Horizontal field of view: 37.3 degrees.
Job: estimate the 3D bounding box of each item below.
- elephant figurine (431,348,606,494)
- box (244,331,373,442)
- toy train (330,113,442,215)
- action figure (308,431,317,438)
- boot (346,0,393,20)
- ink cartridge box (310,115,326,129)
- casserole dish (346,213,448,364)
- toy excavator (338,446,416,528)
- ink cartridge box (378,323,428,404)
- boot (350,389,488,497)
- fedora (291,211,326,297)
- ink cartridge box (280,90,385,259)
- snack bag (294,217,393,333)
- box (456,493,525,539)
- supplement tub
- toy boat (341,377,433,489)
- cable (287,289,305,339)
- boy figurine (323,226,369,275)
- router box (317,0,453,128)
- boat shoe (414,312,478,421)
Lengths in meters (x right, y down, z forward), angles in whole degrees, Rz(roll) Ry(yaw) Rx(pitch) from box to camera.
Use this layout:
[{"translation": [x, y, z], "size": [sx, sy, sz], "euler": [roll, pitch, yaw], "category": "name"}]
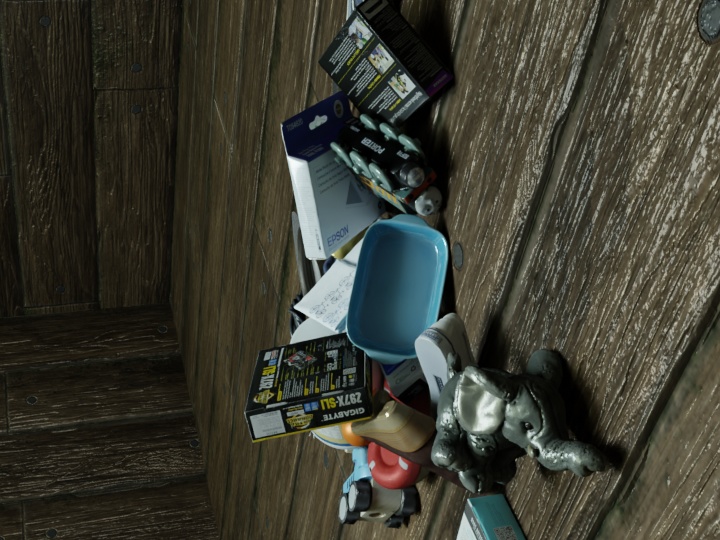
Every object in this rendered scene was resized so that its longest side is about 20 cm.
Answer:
[{"translation": [0.169, 0.148, 1.137], "size": [0.142, 0.155, 0.200], "euler": [-54, 4, -37], "category": "elephant figurine"}, {"translation": [-0.064, 0.148, 1.422], "size": [0.200, 0.158, 0.050], "euler": [-91, -13, -71], "category": "box"}, {"translation": [0.039, -0.141, 1.462], "size": [0.114, 0.085, 0.200], "euler": [51, 171, -37], "category": "toy train"}, {"translation": [-0.043, 0.210, 1.810], "size": [0.069, 0.129, 0.201], "euler": [49, 126, 42], "category": "action figure"}, {"translation": [0.016, -0.373, 1.530], "size": [0.090, 0.072, 0.202], "euler": [153, 112, -77], "category": "boot"}, {"translation": [-0.054, -0.204, 1.704], "size": [0.201, 0.050, 0.162], "euler": [-80, -3, -50], "category": "ink cartridge box"}, {"translation": [0.050, 0.026, 1.430], "size": [0.039, 0.120, 0.202], "euler": [60, -139, -82], "category": "casserole dish"}, {"translation": [0.018, 0.310, 1.708], "size": [0.195, 0.099, 0.201], "euler": [119, 155, -58], "category": "toy excavator"}, {"translation": [0.059, 0.086, 1.493], "size": [0.095, 0.037, 0.201], "euler": [-41, 42, 14], "category": "ink cartridge box"}, {"translation": [0.076, 0.232, 1.385], "size": [0.166, 0.072, 0.200], "euler": [41, 167, -7], "category": "boot"}, {"translation": [-0.054, -0.010, 1.824], "size": [0.177, 0.090, 0.201], "euler": [-131, 31, -65], "category": "fedora"}, {"translation": [-0.034, -0.145, 1.553], "size": [0.040, 0.200, 0.201], "euler": [1, 114, 30], "category": "ink cartridge box"}, {"translation": [0.000, 0.000, 1.545], "size": [0.021, 0.200, 0.188], "euler": [46, 171, -20], "category": "snack bag"}, {"translation": [0.152, 0.378, 1.333], "size": [0.083, 0.049, 0.201], "euler": [-115, 26, -47], "category": "box"}, {"translation": [-0.029, 0.167, 1.621], "size": [0.201, 0.144, 0.145], "euler": [76, 176, -52], "category": "supplement tub"}, {"translation": [0.036, 0.223, 1.529], "size": [0.131, 0.130, 0.201], "euler": [-118, 29, -52], "category": "toy boat"}, {"translation": [-0.081, 0.114, 1.932], "size": [0.200, 0.050, 0.164], "euler": [60, -155, -55], "category": "cable"}, {"translation": [-0.024, -0.038, 1.679], "size": [0.064, 0.124, 0.202], "euler": [-12, 66, 55], "category": "boy figurine"}, {"translation": [0.028, -0.272, 1.439], "size": [0.149, 0.051, 0.200], "euler": [50, 162, -4], "category": "router box"}, {"translation": [0.125, 0.141, 1.331], "size": [0.073, 0.065, 0.201], "euler": [25, 144, 37], "category": "boat shoe"}]
